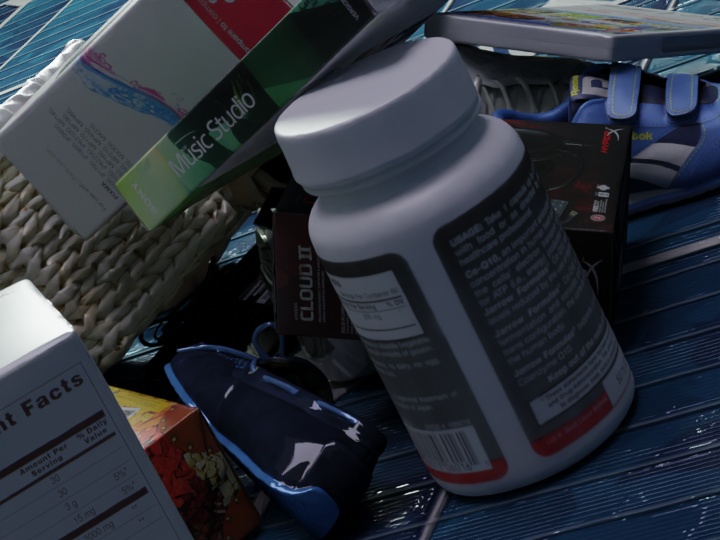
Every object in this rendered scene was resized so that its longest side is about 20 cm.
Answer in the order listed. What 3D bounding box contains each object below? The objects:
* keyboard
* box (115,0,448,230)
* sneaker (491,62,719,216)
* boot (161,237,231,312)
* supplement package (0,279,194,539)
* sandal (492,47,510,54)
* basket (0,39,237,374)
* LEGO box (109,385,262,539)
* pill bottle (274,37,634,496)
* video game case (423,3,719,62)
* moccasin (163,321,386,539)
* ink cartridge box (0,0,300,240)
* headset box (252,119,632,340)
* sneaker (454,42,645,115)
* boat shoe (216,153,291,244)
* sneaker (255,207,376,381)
[{"bbox_3d":[-0.063,0.023,1.483,0.103,0.040,0.200,9,38,29],"label":"keyboard"},{"bbox_3d":[-0.025,-0.107,1.192,0.200,0.036,0.144,-42,-4,38],"label":"box"},{"bbox_3d":[0.165,-0.083,1.351,0.199,0.083,0.074,-20,18,17],"label":"sneaker"},{"bbox_3d":[-0.114,-0.050,1.676,0.186,0.064,0.200,-43,17,-3],"label":"boot"},{"bbox_3d":[-0.141,0.125,1.040,0.117,0.201,0.117,-30,18,-10],"label":"supplement package"},{"bbox_3d":[0.060,-0.096,1.525,0.079,0.088,0.200,-12,26,28],"label":"sandal"},{"bbox_3d":[-0.214,0.000,1.452,0.198,0.161,0.200,-42,7,35],"label":"basket"},{"bbox_3d":[-0.168,0.134,1.245,0.149,0.078,0.199,-37,20,-24],"label":"LEGO box"},{"bbox_3d":[0.045,-0.003,1.118,0.113,0.201,0.114,-24,19,9],"label":"pill bottle"},{"bbox_3d":[0.156,-0.150,1.456,0.142,0.018,0.199,13,14,39],"label":"video game case"},{"bbox_3d":[-0.039,0.081,1.226,0.068,0.081,0.200,-44,34,-6],"label":"moccasin"},{"bbox_3d":[-0.101,-0.128,1.336,0.200,0.086,0.148,-38,11,25],"label":"ink cartridge box"},{"bbox_3d":[0.044,-0.024,1.258,0.198,0.078,0.149,5,26,9],"label":"headset box"},{"bbox_3d":[0.108,-0.108,1.427,0.199,0.076,0.115,-7,7,-43],"label":"sneaker"},{"bbox_3d":[-0.068,-0.068,1.501,0.072,0.065,0.200,-28,-18,-36],"label":"boat shoe"},{"bbox_3d":[0.000,0.000,1.377,0.099,0.079,0.200,-13,25,-9],"label":"sneaker"}]
